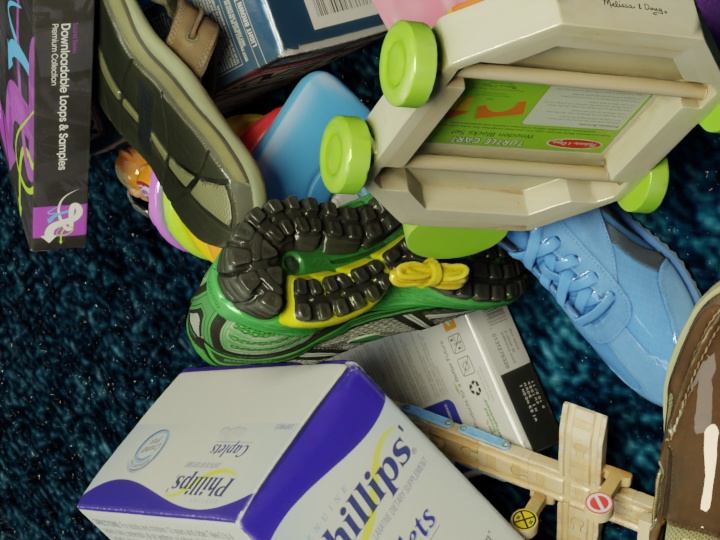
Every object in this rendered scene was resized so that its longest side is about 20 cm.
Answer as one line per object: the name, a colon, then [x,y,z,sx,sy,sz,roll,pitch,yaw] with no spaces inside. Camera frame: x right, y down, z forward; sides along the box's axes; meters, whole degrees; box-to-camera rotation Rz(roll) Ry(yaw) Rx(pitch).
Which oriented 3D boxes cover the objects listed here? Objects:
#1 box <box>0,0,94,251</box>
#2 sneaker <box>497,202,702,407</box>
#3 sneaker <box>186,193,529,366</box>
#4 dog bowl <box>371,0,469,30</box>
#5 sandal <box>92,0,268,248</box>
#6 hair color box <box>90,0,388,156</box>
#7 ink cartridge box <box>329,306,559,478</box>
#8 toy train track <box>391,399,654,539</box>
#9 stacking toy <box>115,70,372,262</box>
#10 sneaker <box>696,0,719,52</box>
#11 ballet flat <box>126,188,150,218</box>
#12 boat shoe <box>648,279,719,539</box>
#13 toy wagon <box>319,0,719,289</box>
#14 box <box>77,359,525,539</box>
box: [-0.172,-0.131,0.939,0.143,0.036,0.200,-114,27,-44]
sneaker: [0.093,-0.013,0.845,0.066,0.078,0.200,-43,73,45]
sneaker: [0.000,0.000,0.859,0.085,0.200,0.078,-40,65,46]
dog bowl: [0.040,-0.155,0.774,0.201,0.074,0.200,61,174,10]
sandal: [-0.090,-0.093,0.878,0.201,0.057,0.080,57,153,26]
hair color box: [-0.073,-0.124,0.970,0.200,0.100,0.061,-18,92,50]
ink cartridge box: [0.021,0.079,0.992,0.200,0.037,0.095,-27,85,47]
toy train track: [0.069,0.105,0.902,0.200,0.033,0.115,19,138,24]
stacking toy: [-0.074,-0.044,0.968,0.200,0.110,0.116,13,156,45]
sneaker: [0.114,-0.158,0.760,0.081,0.083,0.201,-1,104,49]
ballet flat: [-0.059,-0.015,1.029,0.200,0.057,0.067,25,123,41]
boat shoe: [0.166,0.102,0.794,0.074,0.075,0.203,9,119,16]
toy wagon: [0.062,-0.052,0.741,0.200,0.155,0.040,130,137,-55]
box: [-0.016,0.150,0.923,0.200,0.105,0.184,47,153,-21]
